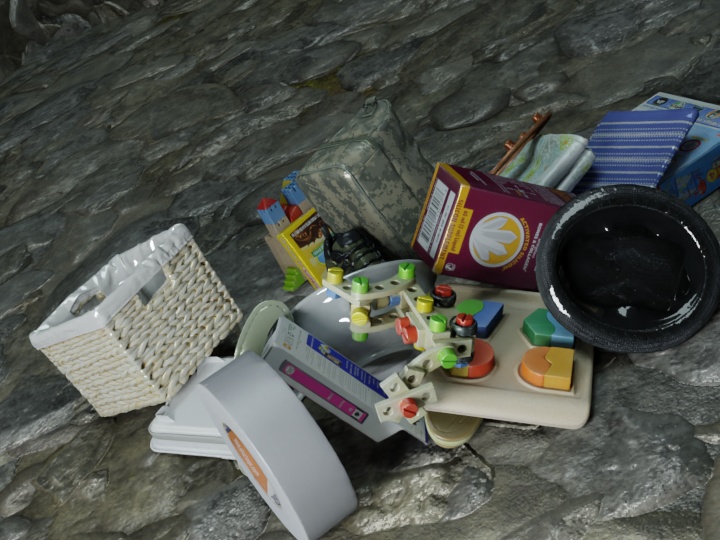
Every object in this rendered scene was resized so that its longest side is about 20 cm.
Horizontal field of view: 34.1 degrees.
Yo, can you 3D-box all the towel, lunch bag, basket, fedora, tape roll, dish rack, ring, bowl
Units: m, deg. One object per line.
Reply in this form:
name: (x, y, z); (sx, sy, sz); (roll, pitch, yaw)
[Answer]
towel: (0.206, -0.095, 1.522); (0.200, 0.048, 0.171); (-51, 13, -1)
lunch bag: (0.034, -0.119, 1.636); (0.139, 0.200, 0.168); (-5, 40, 53)
towel: (0.326, -0.127, 1.469); (0.144, 0.024, 0.200); (5, 53, 49)
basket: (-0.297, 0.071, 1.587); (0.200, 0.161, 0.198); (-20, 23, 48)
fedora: (0.290, 0.001, 1.289); (0.200, 0.201, 0.092); (-26, -6, 0)
tape roll: (-0.086, 0.183, 1.212); (0.066, 0.201, 0.200); (-33, 28, -16)
dish rack: (-0.170, 0.163, 1.492); (0.199, 0.044, 0.172); (-4, 35, 38)
ring: (0.190, -0.145, 1.617); (0.200, 0.019, 0.200); (-46, -5, -5)
bowl: (0.013, 0.075, 1.386); (0.200, 0.201, 0.091); (-24, 68, 4)

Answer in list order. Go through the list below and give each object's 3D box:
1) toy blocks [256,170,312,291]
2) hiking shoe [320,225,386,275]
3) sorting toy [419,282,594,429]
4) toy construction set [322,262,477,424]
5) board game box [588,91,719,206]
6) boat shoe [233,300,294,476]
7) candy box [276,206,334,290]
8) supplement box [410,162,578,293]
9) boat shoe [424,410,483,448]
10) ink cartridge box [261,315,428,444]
toy blocks: (-0.074, -0.085, 1.731); (0.200, 0.137, 0.100); (-41, 26, -27)
hiking shoe: (0.000, 0.000, 1.565); (0.076, 0.101, 0.200); (-36, 29, -18)
sorting toy: (0.162, 0.083, 1.281); (0.184, 0.037, 0.200); (7, 37, 9)
toy construction set: (0.045, 0.065, 1.222); (0.130, 0.092, 0.200); (-5, 44, -16)
board game box: (0.389, -0.148, 1.537); (0.195, 0.056, 0.200); (-33, 28, -13)
boat shoe: (-0.112, 0.133, 1.345); (0.071, 0.202, 0.061); (6, 1, -4)
candy box: (-0.019, -0.068, 1.701); (0.200, 0.102, 0.026); (-42, 13, -27)
supplement box: (0.174, -0.044, 1.372); (0.199, 0.111, 0.086); (11, 19, -21)
boat shoe: (0.108, 0.128, 1.308); (0.073, 0.063, 0.201); (3, 39, 4)
ink cartridge box: (-0.016, 0.127, 1.278); (0.037, 0.200, 0.095); (-56, 7, 14)
